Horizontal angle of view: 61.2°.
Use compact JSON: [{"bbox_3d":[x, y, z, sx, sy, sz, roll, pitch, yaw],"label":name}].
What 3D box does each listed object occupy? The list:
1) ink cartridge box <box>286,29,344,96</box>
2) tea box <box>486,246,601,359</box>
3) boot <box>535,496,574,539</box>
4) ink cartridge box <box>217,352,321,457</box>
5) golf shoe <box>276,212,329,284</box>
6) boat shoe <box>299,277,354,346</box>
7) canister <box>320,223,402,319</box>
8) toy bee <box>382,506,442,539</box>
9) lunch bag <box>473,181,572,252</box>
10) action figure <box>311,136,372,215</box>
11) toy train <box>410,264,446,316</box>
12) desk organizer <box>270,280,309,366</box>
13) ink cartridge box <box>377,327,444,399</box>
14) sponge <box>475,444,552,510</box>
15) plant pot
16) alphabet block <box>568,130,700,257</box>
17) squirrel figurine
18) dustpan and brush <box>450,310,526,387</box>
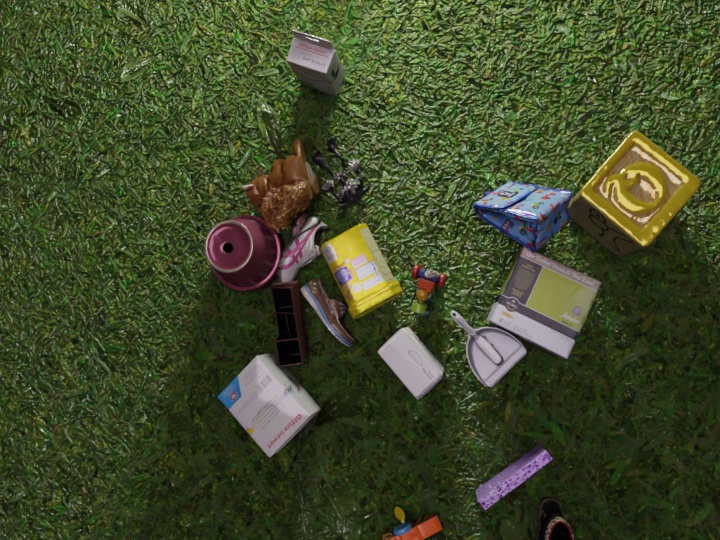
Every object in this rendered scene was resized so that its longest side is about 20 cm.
[{"bbox_3d":[-0.117,-0.530,1.565,0.115,0.200,0.068,20,88,10],"label":"ink cartridge box"},{"bbox_3d":[0.435,0.077,1.465,0.198,0.134,0.199,26,90,9],"label":"tea box"},{"bbox_3d":[0.450,0.645,1.404,0.072,0.151,0.204,3,85,8],"label":"boot"},{"bbox_3d":[-0.223,0.333,1.532,0.147,0.145,0.200,-44,81,3],"label":"ink cartridge box"},{"bbox_3d":[-0.153,-0.046,1.592,0.091,0.073,0.203,22,89,10],"label":"golf shoe"},{"bbox_3d":[-0.072,0.103,1.568,0.072,0.072,0.201,-40,81,1],"label":"boat shoe"},{"bbox_3d":[0.000,0.000,1.558,0.147,0.087,0.202,-27,80,0],"label":"canister"},{"bbox_3d":[0.096,0.649,1.492,0.196,0.109,0.133,1,76,-17],"label":"toy bee"},{"bbox_3d":[0.384,-0.150,1.476,0.150,0.095,0.199,-34,44,-30],"label":"lunch bag"},{"bbox_3d":[-0.049,-0.241,1.581,0.118,0.102,0.201,-36,78,2],"label":"action figure"},{"bbox_3d":[0.153,0.053,1.477,0.083,0.200,0.118,18,92,9],"label":"toy train"},{"bbox_3d":[-0.184,0.136,1.553,0.070,0.077,0.204,-7,99,7],"label":"desk organizer"},{"bbox_3d":[0.126,0.217,1.464,0.085,0.200,0.146,-42,81,3],"label":"ink cartridge box"},{"bbox_3d":[0.363,0.489,1.450,0.199,0.112,0.030,-38,79,3],"label":"sponge"},{"bbox_3d":[-0.307,-0.050,1.562,0.196,0.179,0.204,-1,85,7],"label":"plant pot"},{"bbox_3d":[0.625,-0.170,1.426,0.195,0.200,0.197,40,91,9],"label":"alphabet block"},{"bbox_3d":[-0.212,-0.204,1.563,0.184,0.142,0.202,-15,50,14],"label":"squirrel figurine"},{"bbox_3d":[0.297,0.175,1.510,0.140,0.057,0.200,-45,76,9],"label":"dustpan and brush"}]
